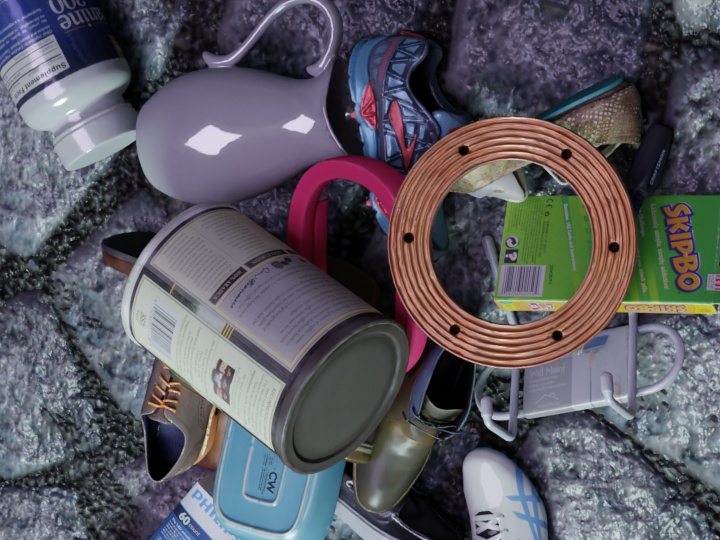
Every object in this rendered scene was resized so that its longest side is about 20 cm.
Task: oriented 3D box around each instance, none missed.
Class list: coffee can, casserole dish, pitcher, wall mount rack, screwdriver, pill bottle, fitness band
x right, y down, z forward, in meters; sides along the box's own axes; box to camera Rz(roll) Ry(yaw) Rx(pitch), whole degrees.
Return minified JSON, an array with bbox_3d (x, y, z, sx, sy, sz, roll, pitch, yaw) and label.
[{"bbox_3d":[-0.080,0.053,1.564,0.200,0.146,0.147,36,118,30],"label":"coffee can"},{"bbox_3d":[-0.074,0.162,1.707,0.121,0.039,0.201,11,88,25],"label":"casserole dish"},{"bbox_3d":[-0.096,-0.149,1.663,0.199,0.121,0.172,-8,94,21],"label":"pitcher"},{"bbox_3d":[0.169,0.048,1.587,0.199,0.075,0.174,-14,57,31],"label":"wall mount rack"},{"bbox_3d":[0.207,-0.027,1.508,0.028,0.029,0.201,16,73,28],"label":"screwdriver"},{"bbox_3d":[-0.282,-0.200,1.755,0.111,0.111,0.201,-29,88,32],"label":"pill bottle"},{"bbox_3d":[0.000,0.000,1.599,0.143,0.037,0.201,18,117,38],"label":"fitness band"}]

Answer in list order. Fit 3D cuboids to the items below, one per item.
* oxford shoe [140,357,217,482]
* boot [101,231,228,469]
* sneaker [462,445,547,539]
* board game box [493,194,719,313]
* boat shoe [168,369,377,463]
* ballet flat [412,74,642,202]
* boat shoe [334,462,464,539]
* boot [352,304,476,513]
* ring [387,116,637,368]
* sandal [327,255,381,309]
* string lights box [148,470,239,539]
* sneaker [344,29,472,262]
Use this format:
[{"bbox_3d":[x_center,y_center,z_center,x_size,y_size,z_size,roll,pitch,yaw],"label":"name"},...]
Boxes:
[{"bbox_3d":[-0.161,0.104,1.728,0.071,0.073,0.201,15,117,17],"label":"oxford shoe"},{"bbox_3d":[-0.177,0.076,1.803,0.188,0.068,0.201,19,117,11],"label":"boot"},{"bbox_3d":[0.127,0.254,1.659,0.072,0.072,0.201,-10,96,33],"label":"sneaker"},{"bbox_3d":[0.211,-0.014,1.531,0.199,0.030,0.096,0,67,25],"label":"board game box"},{"bbox_3d":[-0.072,0.108,1.659,0.199,0.073,0.065,22,86,15],"label":"boat shoe"},{"bbox_3d":[0.140,-0.093,1.546,0.199,0.071,0.066,-22,101,17],"label":"ballet flat"},{"bbox_3d":[0.019,0.199,1.713,0.200,0.070,0.066,33,118,27],"label":"boat shoe"},{"bbox_3d":[0.046,0.126,1.626,0.074,0.097,0.201,21,97,-8],"label":"boot"},{"bbox_3d":[0.121,-0.022,1.503,0.199,0.019,0.201,0,89,13],"label":"ring"},{"bbox_3d":[-0.080,0.003,1.693,0.199,0.054,0.081,24,79,9],"label":"sandal"},{"bbox_3d":[-0.163,0.294,1.842,0.103,0.059,0.200,47,120,11],"label":"string lights box"},{"bbox_3d":[0.051,-0.105,1.608,0.095,0.079,0.201,-11,97,29],"label":"sneaker"}]
